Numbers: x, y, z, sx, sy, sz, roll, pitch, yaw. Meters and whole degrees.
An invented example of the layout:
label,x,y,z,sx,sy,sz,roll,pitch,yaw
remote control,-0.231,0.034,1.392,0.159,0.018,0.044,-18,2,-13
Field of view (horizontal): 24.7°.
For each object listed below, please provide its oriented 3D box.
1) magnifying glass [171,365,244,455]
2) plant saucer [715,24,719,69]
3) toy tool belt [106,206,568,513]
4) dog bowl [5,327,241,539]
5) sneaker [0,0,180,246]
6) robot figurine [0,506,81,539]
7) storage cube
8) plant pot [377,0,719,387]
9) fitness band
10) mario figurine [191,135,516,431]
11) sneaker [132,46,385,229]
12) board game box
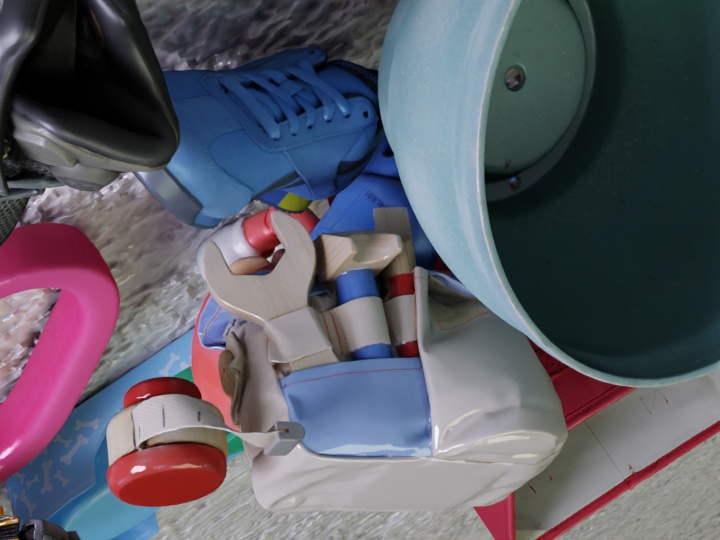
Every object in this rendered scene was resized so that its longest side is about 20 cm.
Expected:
label,x,y,z,sx,sy,sz,roll,pitch,yaw
magnifying glass,-0.045,0.074,0.881,0.080,0.022,0.199,-48,151,24
plant saucer,0.189,-0.159,0.751,0.200,0.036,0.202,-156,-90,-84
toy tool belt,-0.014,0.033,0.683,0.198,0.124,0.125,3,151,-25
dog bowl,-0.108,0.092,0.912,0.199,0.050,0.112,-34,156,-2
sneaker,-0.123,-0.046,0.566,0.076,0.115,0.200,-11,149,-33
robot figurine,-0.218,0.167,0.832,0.144,0.059,0.200,0,157,-19
storage cube,0.103,0.020,0.897,0.170,0.180,0.200,-31,155,-9
plant pot,0.089,-0.069,0.652,0.199,0.134,0.202,-10,109,-31
fitness band,-0.187,0.054,0.757,0.143,0.038,0.200,-12,148,-42
mario figurine,0.000,0.000,0.795,0.200,0.123,0.106,-45,116,-9
sneaker,-0.037,-0.065,0.668,0.078,0.066,0.200,-37,172,17
board game box,0.140,-0.060,0.773,0.030,0.201,0.095,-34,157,18
